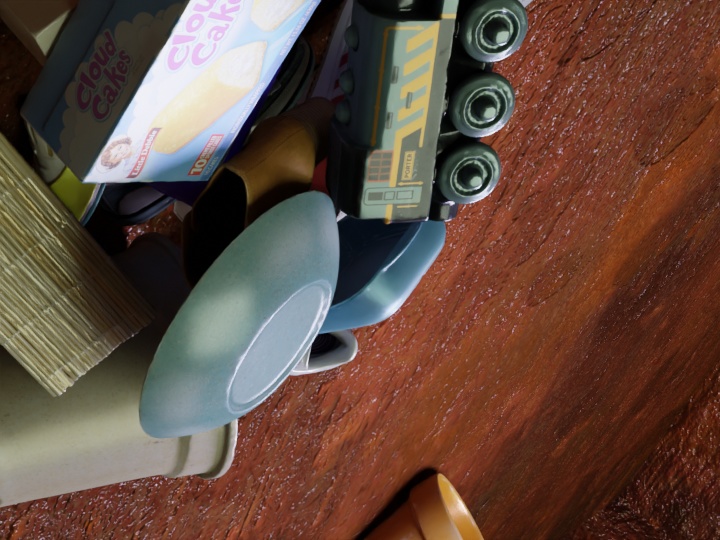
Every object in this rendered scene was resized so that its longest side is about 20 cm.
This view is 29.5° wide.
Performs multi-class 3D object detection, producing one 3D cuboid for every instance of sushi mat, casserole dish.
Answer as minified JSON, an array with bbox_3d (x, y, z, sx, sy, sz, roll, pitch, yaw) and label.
[{"bbox_3d":[-0.230,-0.009,0.911,0.095,0.012,0.201,-39,122,-4],"label":"sushi mat"},{"bbox_3d":[0.000,0.000,1.062,0.121,0.039,0.199,-53,-162,-22],"label":"casserole dish"}]

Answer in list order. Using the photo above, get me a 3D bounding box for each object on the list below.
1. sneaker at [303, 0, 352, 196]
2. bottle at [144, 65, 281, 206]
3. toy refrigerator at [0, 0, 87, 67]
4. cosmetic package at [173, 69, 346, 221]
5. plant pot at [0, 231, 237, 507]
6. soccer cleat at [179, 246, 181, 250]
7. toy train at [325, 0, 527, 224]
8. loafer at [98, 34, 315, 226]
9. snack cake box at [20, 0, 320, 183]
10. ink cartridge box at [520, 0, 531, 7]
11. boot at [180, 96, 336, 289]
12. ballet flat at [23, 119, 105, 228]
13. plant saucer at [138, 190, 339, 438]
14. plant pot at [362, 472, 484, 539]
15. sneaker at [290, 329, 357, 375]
[{"bbox_3d":[0.023,-0.141,1.042,0.071,0.111,0.202,85,23,-73],"label":"sneaker"},{"bbox_3d":[-0.095,-0.146,0.935,0.065,0.083,0.202,24,94,-53],"label":"bottle"},{"bbox_3d":[-0.126,-0.203,0.822,0.200,0.076,0.070,-41,157,-10],"label":"toy refrigerator"},{"bbox_3d":[-0.048,-0.092,1.124,0.199,0.087,0.104,-30,155,-33],"label":"cosmetic package"},{"bbox_3d":[-0.219,0.090,1.044,0.182,0.201,0.201,-16,146,-29],"label":"plant pot"},{"bbox_3d":[-0.094,-0.020,1.215,0.199,0.068,0.074,5,107,-59],"label":"soccer cleat"},{"bbox_3d":[0.039,-0.120,0.901,0.113,0.085,0.202,-4,125,-17],"label":"toy train"},{"bbox_3d":[-0.118,-0.112,1.000,0.200,0.072,0.063,-41,151,-2],"label":"loafer"},{"bbox_3d":[-0.095,-0.147,0.783,0.115,0.067,0.201,-10,141,-57],"label":"snack cake box"},{"bbox_3d":[0.062,-0.279,0.920,0.083,0.145,0.200,-41,157,-2],"label":"ink cartridge box"},{"bbox_3d":[-0.079,-0.019,0.953,0.144,0.070,0.203,-44,157,-48],"label":"boot"},{"bbox_3d":[-0.185,-0.114,0.906,0.067,0.067,0.201,12,120,-38],"label":"ballet flat"},{"bbox_3d":[-0.067,0.041,0.920,0.201,0.039,0.202,-48,163,-20],"label":"plant saucer"},{"bbox_3d":[0.095,0.456,2.184,0.182,0.201,0.200,-30,158,8],"label":"plant pot"},{"bbox_3d":[-0.094,0.051,1.219,0.198,0.099,0.076,4,98,-24],"label":"sneaker"}]
